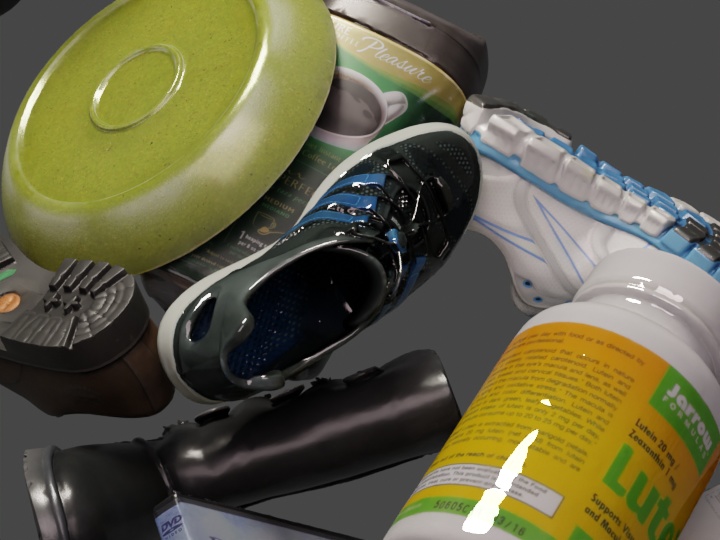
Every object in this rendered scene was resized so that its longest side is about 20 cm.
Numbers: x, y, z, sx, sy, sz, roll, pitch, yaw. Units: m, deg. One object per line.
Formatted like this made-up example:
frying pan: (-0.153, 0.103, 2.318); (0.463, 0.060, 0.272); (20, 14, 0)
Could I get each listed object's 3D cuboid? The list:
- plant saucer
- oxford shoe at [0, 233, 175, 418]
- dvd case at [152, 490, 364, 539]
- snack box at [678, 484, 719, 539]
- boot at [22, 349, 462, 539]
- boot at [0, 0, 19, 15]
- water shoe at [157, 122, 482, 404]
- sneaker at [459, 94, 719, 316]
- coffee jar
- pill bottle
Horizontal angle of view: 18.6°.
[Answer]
plant saucer: (-0.105, -0.083, 1.099); (0.200, 0.031, 0.200); (-20, 45, 21)
oxford shoe: (-0.165, 0.035, 1.063); (0.200, 0.084, 0.073); (18, 57, 46)
dvd case: (-0.010, 0.193, 0.926); (0.018, 0.143, 0.200); (-36, 58, 23)
snack box: (0.127, 0.180, 1.007); (0.200, 0.037, 0.116); (-23, 49, -8)
boot: (-0.048, 0.090, 1.008); (0.200, 0.165, 0.066); (-12, 94, -4)
boot: (-0.291, -0.198, 1.194); (0.198, 0.073, 0.163); (-13, 63, -3)
water shoe: (0.000, 0.000, 1.007); (0.200, 0.079, 0.072); (-40, 112, -28)
sneaker: (0.123, -0.005, 1.100); (0.200, 0.075, 0.087); (31, 106, 5)
coffee jar: (-0.019, -0.051, 1.106); (0.104, 0.085, 0.200); (27, 70, 13)
pill bottle: (0.100, 0.085, 0.996); (0.111, 0.111, 0.200); (27, 55, 13)
